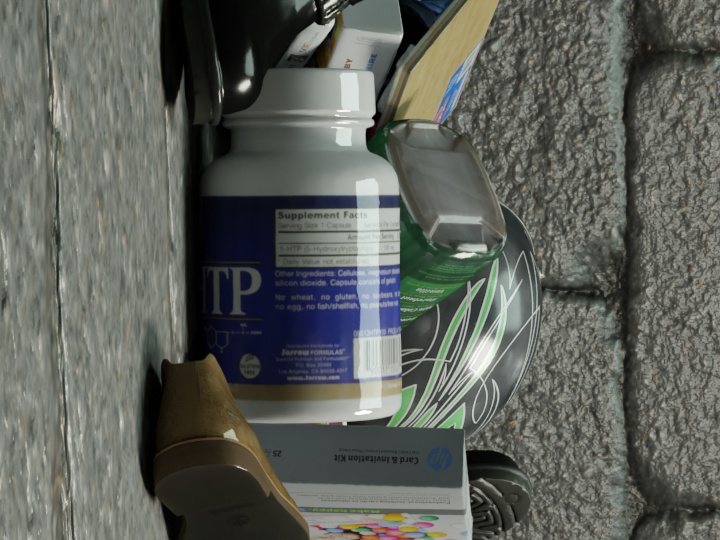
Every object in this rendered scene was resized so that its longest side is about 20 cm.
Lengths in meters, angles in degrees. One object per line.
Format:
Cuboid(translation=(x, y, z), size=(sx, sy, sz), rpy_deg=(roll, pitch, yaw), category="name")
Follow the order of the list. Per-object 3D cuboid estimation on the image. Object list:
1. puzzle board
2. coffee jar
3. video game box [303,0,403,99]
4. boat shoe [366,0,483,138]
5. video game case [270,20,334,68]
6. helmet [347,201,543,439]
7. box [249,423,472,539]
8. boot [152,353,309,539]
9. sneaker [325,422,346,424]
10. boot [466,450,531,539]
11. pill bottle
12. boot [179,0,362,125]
Cuboid(translation=(0.042, -0.120, 1.661), size=(0.151, 0.017, 0.200), rpy_deg=(-53, 171, -33), category="puzzle board")
Cuboid(translation=(0.000, 0.000, 1.617), size=(0.200, 0.085, 0.105), rpy_deg=(-46, -125, 41), category="coffee jar")
Cuboid(translation=(-0.026, -0.162, 1.664), size=(0.183, 0.047, 0.201), rpy_deg=(110, -21, -47), category="video game box")
Cuboid(translation=(0.036, -0.156, 1.768), size=(0.200, 0.084, 0.069), rpy_deg=(-66, 164, -47), category="boat shoe")
Cuboid(translation=(-0.048, -0.215, 1.634), size=(0.182, 0.023, 0.201), rpy_deg=(134, -41, -67), category="video game case")
Cuboid(translation=(0.039, 0.035, 1.882), size=(0.190, 0.199, 0.201), rpy_deg=(14, -73, 62), category="helmet")
Cuboid(translation=(-0.009, 0.142, 1.607), size=(0.200, 0.155, 0.041), rpy_deg=(81, 12, -70), category="box")
Cuboid(translation=(-0.071, 0.108, 1.373), size=(0.200, 0.073, 0.076), rpy_deg=(77, 3, -63), category="boot")
Cuboid(translation=(-0.036, 0.102, 1.808), size=(0.200, 0.075, 0.091), rpy_deg=(84, 11, -61), category="sneaker")
Cuboid(translation=(0.038, 0.132, 2.008), size=(0.079, 0.210, 0.158), rpy_deg=(49, 38, -44), category="boot")
Cuboid(translation=(-0.035, -0.015, 1.500), size=(0.120, 0.119, 0.201), rpy_deg=(-12, 102, -86), category="pill bottle")
Cuboid(translation=(-0.021, -0.159, 1.442), size=(0.212, 0.157, 0.080), rpy_deg=(-87, 174, -51), category="boot")
